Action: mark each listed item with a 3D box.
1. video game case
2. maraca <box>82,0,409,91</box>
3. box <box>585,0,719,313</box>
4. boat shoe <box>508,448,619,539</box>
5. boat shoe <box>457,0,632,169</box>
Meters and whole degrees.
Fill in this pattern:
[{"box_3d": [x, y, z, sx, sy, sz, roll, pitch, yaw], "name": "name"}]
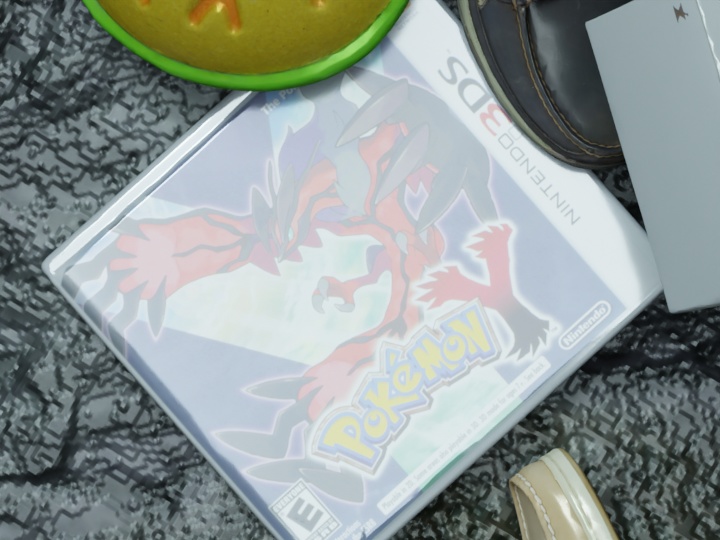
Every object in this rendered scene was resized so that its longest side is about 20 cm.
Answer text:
[{"box_3d": [0.000, 0.000, 1.245, 0.200, 0.023, 0.182, -42, 89, 0], "name": "video game case"}, {"box_3d": [-0.067, -0.149, 1.208, 0.199, 0.107, 0.138, 25, 82, 15], "name": "maraca"}, {"box_3d": [0.209, -0.072, 1.177, 0.199, 0.097, 0.125, -16, 90, -21], "name": "box"}, {"box_3d": [0.086, 0.175, 1.218, 0.069, 0.074, 0.201, -15, 90, -6], "name": "boat shoe"}, {"box_3d": [0.076, -0.139, 1.212, 0.074, 0.073, 0.201, -17, 89, -19], "name": "boat shoe"}]
